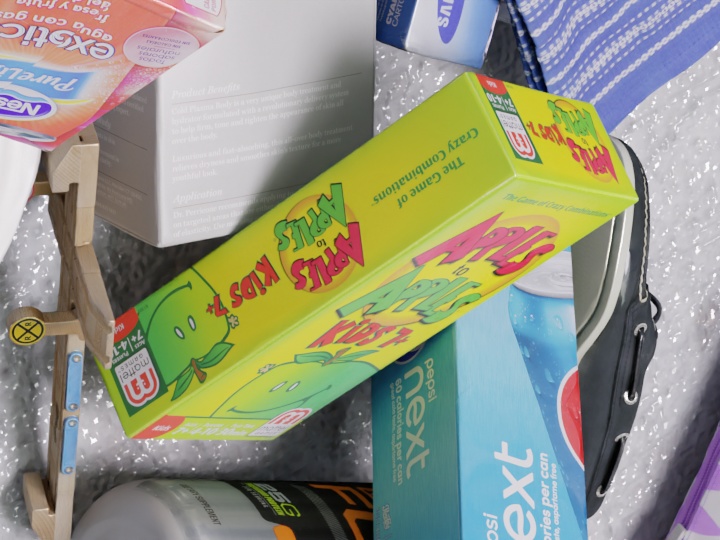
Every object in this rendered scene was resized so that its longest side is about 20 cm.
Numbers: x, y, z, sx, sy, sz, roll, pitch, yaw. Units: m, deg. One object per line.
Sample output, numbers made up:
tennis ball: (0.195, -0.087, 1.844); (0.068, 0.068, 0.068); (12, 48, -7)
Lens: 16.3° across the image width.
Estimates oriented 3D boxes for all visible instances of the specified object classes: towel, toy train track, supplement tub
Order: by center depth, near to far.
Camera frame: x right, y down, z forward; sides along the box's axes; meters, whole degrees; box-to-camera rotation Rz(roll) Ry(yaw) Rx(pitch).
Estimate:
toy train track: (-0.125, 0.027, 0.983); (0.032, 0.115, 0.201); (-4, 128, -16)
towel: (0.123, -0.130, 1.020); (0.145, 0.024, 0.200); (-37, 155, -4)
supplement tub: (-0.019, 0.151, 1.076); (0.199, 0.122, 0.123); (4, 104, -37)

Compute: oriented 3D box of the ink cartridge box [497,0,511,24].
ink cartridge box: (0.121, -0.203, 1.093); (0.109, 0.050, 0.201); (-2, 107, -34)

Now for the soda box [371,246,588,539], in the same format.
soda box: (0.049, 0.063, 1.052); (0.068, 0.064, 0.201); (19, 55, -29)

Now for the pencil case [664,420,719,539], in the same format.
pencil case: (0.201, 0.092, 1.242); (0.085, 0.084, 0.201); (23, 91, -15)

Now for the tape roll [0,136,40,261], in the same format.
tape roll: (-0.216, -0.053, 0.895); (0.202, 0.071, 0.203); (-12, 113, -31)

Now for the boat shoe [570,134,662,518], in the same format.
boat shoe: (0.105, 0.032, 1.153); (0.066, 0.074, 0.200); (-2, 106, -39)

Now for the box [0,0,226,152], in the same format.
box: (-0.114, -0.157, 0.846); (0.094, 0.102, 0.201); (19, 56, -37)

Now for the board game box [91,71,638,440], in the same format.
board game box: (0.000, 0.000, 0.992); (0.200, 0.048, 0.101); (-34, 159, 26)

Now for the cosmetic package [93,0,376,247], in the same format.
cosmetic package: (-0.055, -0.119, 0.977); (0.106, 0.090, 0.201); (-9, 109, -33)

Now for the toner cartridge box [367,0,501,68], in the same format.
toner cartridge box: (0.033, -0.190, 1.006); (0.043, 0.095, 0.201); (9, 101, -36)
